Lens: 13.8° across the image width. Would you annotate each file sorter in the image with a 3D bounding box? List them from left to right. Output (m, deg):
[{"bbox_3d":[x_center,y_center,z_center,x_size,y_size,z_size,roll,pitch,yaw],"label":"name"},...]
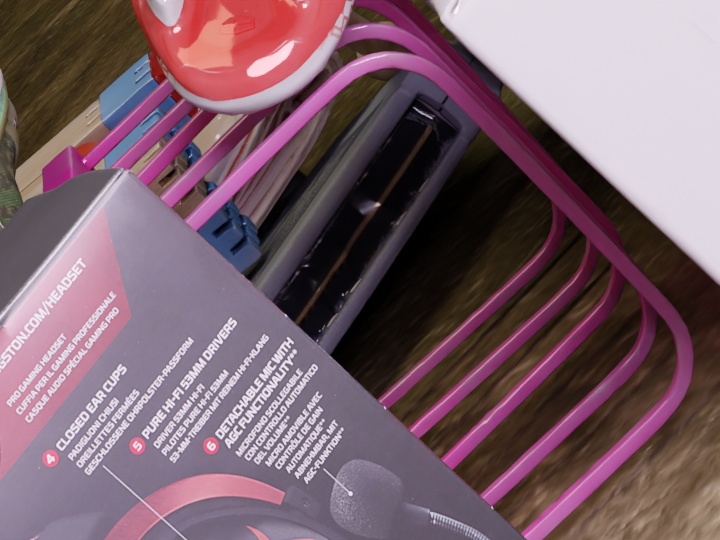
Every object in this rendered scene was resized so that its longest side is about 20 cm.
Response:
[{"bbox_3d":[0.000,0.000,0.854,0.125,0.139,0.200,-42,15,5],"label":"file sorter"}]

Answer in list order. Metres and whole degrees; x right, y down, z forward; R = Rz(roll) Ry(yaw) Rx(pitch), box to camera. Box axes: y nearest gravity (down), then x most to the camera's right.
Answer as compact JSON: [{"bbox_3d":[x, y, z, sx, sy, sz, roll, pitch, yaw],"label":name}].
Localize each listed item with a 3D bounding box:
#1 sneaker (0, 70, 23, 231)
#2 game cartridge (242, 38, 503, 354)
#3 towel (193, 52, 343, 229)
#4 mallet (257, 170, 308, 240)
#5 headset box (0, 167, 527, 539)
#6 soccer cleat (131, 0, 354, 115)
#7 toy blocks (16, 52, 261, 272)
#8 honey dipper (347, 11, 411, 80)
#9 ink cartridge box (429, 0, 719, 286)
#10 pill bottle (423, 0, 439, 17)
[{"bbox_3d":[-0.118,0.010,0.871,0.077,0.089,0.200,-26,29,7],"label":"sneaker"},{"bbox_3d":[-0.026,0.010,1.060,0.200,0.041,0.133,-56,10,-31],"label":"game cartridge"},{"bbox_3d":[-0.080,-0.029,1.198,0.192,0.032,0.200,-56,19,7],"label":"towel"},{"bbox_3d":[-0.067,-0.002,1.264,0.066,0.041,0.200,-56,11,-17],"label":"mallet"},{"bbox_3d":[-0.049,0.086,0.633,0.149,0.200,0.075,-53,16,-18],"label":"headset box"},{"bbox_3d":[-0.028,-0.101,0.825,0.068,0.085,0.201,-13,43,4],"label":"soccer cleat"},{"bbox_3d":[-0.097,0.003,1.052,0.137,0.100,0.200,-40,24,12],"label":"toy blocks"},{"bbox_3d":[-0.013,-0.088,1.031,0.038,0.038,0.200,-45,-11,6],"label":"honey dipper"},{"bbox_3d":[0.084,-0.064,0.755,0.083,0.147,0.200,-46,14,8],"label":"ink cartridge box"},{"bbox_3d":[0.106,-0.164,1.030,0.200,0.111,0.111,-40,16,25],"label":"pill bottle"}]
